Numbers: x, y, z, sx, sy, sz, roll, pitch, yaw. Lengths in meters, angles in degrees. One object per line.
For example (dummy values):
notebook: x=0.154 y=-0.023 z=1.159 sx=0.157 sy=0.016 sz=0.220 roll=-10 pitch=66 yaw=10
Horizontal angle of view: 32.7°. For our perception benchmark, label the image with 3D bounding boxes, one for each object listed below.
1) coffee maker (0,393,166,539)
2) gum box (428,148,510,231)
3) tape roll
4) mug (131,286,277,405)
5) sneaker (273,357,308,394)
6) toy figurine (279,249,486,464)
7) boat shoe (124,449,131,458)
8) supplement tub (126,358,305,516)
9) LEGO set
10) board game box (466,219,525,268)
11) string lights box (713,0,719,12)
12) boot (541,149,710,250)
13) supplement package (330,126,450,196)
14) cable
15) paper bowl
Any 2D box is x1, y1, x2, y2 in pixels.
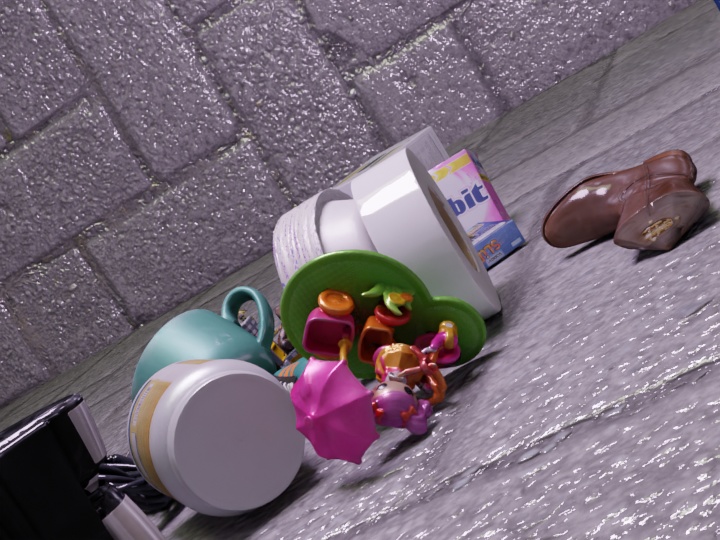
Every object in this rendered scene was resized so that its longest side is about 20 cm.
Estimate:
coffee maker: x=-0.251 y=0.226 z=0.994 sx=0.134 sy=0.200 sz=0.192 roll=-29 pitch=8 yaw=26
gum box: x=0.096 y=-0.068 z=1.721 sx=0.200 sy=0.114 sz=0.066 roll=-30 pitch=-10 yaw=16
tape roll: x=0.070 y=-0.027 z=1.301 sx=0.071 sy=0.203 sz=0.202 roll=-31 pitch=8 yaw=10
mug: x=-0.164 y=0.121 z=1.397 sx=0.114 sy=0.186 sz=0.152 roll=26 pitch=22 yaw=33
sneaker: x=-0.057 y=0.131 z=1.326 sx=0.080 sy=0.072 sz=0.200 roll=-33 pitch=0 yaw=-1
toy figurine: x=0.014 y=0.098 z=1.100 sx=0.184 sy=0.199 sz=0.151 roll=-81 pitch=3 yaw=-55
boat shoe: x=-0.235 y=0.182 z=1.511 sx=0.063 sy=0.073 sz=0.200 roll=31 pitch=79 yaw=36
supplement tub: x=-0.140 y=0.158 z=1.182 sx=0.144 sy=0.145 sz=0.200 roll=-35 pitch=8 yaw=-18
LEGO set: x=-0.097 y=0.067 z=1.571 sx=0.200 sy=0.116 sz=0.154 roll=-41 pitch=7 yaw=26
board game box: x=0.103 y=0.004 z=1.578 sx=0.200 sy=0.035 sz=0.135 roll=-35 pitch=8 yaw=-10
string lights box: x=0.603 y=-0.474 z=1.965 sx=0.103 sy=0.200 sz=0.059 roll=-29 pitch=8 yaw=19
boot: x=0.260 y=-0.050 z=1.238 sx=0.186 sy=0.064 sz=0.200 roll=-32 pitch=12 yaw=20
supplement package: x=0.060 y=-0.122 z=2.108 sx=0.152 sy=0.151 sz=0.200 roll=-25 pitch=11 yaw=41
cable: x=-0.278 y=0.215 z=1.354 sx=0.051 sy=0.163 sz=0.200 roll=-62 pitch=15 yaw=-10
paper bowl: x=0.000 y=0.000 z=1.401 sx=0.104 sy=0.201 sz=0.201 roll=-30 pitch=8 yaw=22
